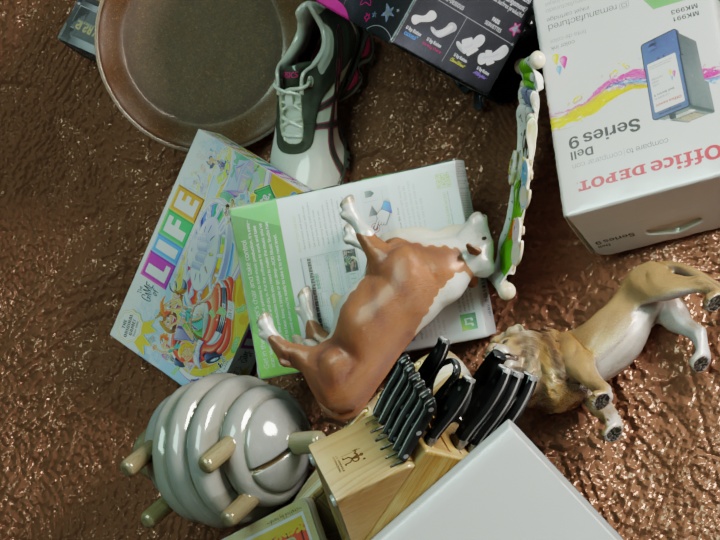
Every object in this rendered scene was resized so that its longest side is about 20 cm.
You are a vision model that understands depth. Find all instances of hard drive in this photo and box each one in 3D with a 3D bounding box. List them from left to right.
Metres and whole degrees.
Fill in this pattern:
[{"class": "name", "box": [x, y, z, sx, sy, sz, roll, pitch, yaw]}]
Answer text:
[{"class": "hard drive", "box": [0.080, 0.222, 1.449, 0.200, 0.132, 0.026, -42, 9, 10]}]

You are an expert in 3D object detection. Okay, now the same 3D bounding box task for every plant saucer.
[{"class": "plant saucer", "box": [-0.139, -0.205, 1.755, 0.201, 0.200, 0.037, -60, 13, -3]}]

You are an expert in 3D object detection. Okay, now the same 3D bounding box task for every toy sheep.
[{"class": "toy sheep", "box": [-0.107, 0.147, 1.587, 0.199, 0.138, 0.139, -2, 69, 38]}]

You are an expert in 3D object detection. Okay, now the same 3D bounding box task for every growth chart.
[{"class": "growth chart", "box": [0.122, -0.075, 1.529, 0.018, 0.145, 0.201, 8, 88, -1]}]

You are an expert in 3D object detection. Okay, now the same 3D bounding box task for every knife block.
[{"class": "knife block", "box": [0.058, 0.146, 1.482, 0.175, 0.201, 0.064, -23, 43, -7]}]

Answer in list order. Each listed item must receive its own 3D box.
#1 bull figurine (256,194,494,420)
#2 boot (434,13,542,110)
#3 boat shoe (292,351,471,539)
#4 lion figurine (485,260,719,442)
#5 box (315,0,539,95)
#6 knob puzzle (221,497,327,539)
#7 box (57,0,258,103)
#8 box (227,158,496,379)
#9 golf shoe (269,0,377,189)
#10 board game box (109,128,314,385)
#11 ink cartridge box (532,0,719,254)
[{"class": "bull figurine", "box": [0.014, 0.018, 1.533, 0.121, 0.065, 0.200, 40, 96, 20]}, {"class": "boot", "box": [0.114, -0.248, 1.653, 0.199, 0.073, 0.162, -54, 49, 10]}, {"class": "boat shoe", "box": [0.017, 0.142, 1.555, 0.200, 0.074, 0.069, -42, 30, 15]}, {"class": "lion figurine", "box": [0.193, 0.047, 1.485, 0.200, 0.073, 0.123, -34, 39, -1]}, {"class": "box", "box": [0.032, -0.245, 1.588, 0.200, 0.132, 0.115, 37, 100, 43]}, {"class": "knob puzzle", "box": [-0.079, 0.303, 1.533, 0.219, 0.030, 0.221, -3, 86, 36]}, {"class": "box", "box": [-0.174, -0.250, 1.854, 0.200, 0.048, 0.159, 25, 86, 37]}, {"class": "box", "box": [0.000, 0.000, 1.589, 0.199, 0.036, 0.145, -11, 88, 16]}, {"class": "golf shoe", "box": [-0.051, -0.135, 1.702, 0.077, 0.088, 0.201, 3, 74, 32]}, {"class": "board game box", "box": [-0.123, -0.002, 1.686, 0.134, 0.034, 0.201, 31, 102, 33]}, {"class": "ink cartridge box", "box": [0.223, -0.129, 1.517, 0.145, 0.087, 0.201, -15, 64, 21]}]
